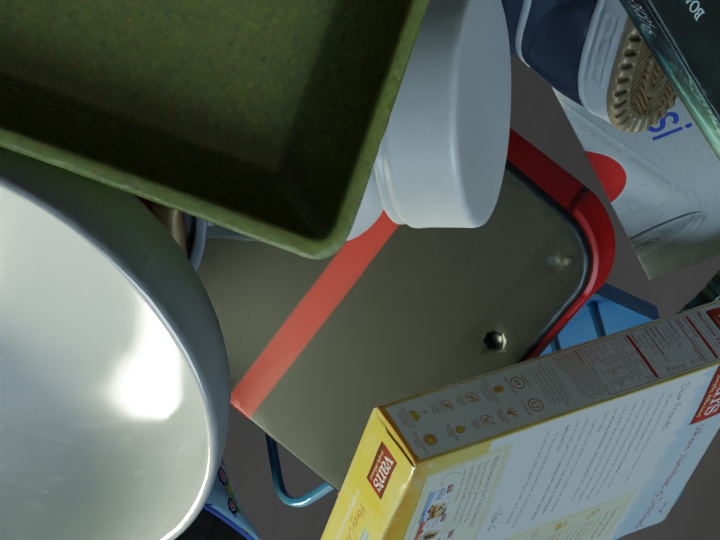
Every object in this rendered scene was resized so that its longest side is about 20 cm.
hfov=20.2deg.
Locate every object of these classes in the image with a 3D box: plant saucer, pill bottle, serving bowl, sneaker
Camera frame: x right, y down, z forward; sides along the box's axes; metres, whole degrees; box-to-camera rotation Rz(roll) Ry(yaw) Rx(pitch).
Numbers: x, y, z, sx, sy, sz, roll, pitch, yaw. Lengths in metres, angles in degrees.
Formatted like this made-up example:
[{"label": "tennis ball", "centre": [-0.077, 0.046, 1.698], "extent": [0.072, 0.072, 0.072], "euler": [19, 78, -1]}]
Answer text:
[{"label": "plant saucer", "centre": [-0.071, -0.125, 0.673], "extent": [0.199, 0.200, 0.048], "euler": [20, 171, -6]}, {"label": "pill bottle", "centre": [-0.048, -0.069, 0.793], "extent": [0.200, 0.114, 0.114], "euler": [3, 149, 16]}, {"label": "serving bowl", "centre": [-0.133, 0.016, 0.725], "extent": [0.200, 0.066, 0.200], "euler": [13, 134, 13]}, {"label": "sneaker", "centre": [0.100, -0.166, 0.789], "extent": [0.070, 0.108, 0.200], "euler": [-2, 117, -47]}]

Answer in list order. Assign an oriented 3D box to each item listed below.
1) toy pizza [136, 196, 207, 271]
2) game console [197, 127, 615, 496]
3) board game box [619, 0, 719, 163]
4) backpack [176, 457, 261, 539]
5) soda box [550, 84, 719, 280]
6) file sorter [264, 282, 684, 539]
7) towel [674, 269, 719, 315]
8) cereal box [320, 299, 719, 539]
[{"label": "toy pizza", "centre": [-0.153, -0.039, 0.754], "extent": [0.200, 0.032, 0.200], "euler": [12, 133, 13]}, {"label": "game console", "centre": [0.000, 0.000, 0.924], "extent": [0.177, 0.031, 0.200], "euler": [40, 119, 3]}, {"label": "board game box", "centre": [0.168, -0.117, 0.768], "extent": [0.135, 0.028, 0.200], "euler": [-45, 134, -3]}, {"label": "backpack", "centre": [-0.151, 0.116, 1.065], "extent": [0.182, 0.135, 0.200], "euler": [-24, 143, 19]}, {"label": "soda box", "centre": [0.133, -0.076, 0.929], "extent": [0.068, 0.064, 0.200], "euler": [-19, 146, 12]}, {"label": "file sorter", "centre": [0.059, 0.073, 1.074], "extent": [0.200, 0.123, 0.139], "euler": [22, 134, -40]}, {"label": "towel", "centre": [0.246, -0.018, 1.008], "extent": [0.200, 0.022, 0.147], "euler": [-45, 145, 7]}, {"label": "cereal box", "centre": [0.080, 0.092, 0.936], "extent": [0.200, 0.040, 0.144], "euler": [-15, 145, -30]}]
